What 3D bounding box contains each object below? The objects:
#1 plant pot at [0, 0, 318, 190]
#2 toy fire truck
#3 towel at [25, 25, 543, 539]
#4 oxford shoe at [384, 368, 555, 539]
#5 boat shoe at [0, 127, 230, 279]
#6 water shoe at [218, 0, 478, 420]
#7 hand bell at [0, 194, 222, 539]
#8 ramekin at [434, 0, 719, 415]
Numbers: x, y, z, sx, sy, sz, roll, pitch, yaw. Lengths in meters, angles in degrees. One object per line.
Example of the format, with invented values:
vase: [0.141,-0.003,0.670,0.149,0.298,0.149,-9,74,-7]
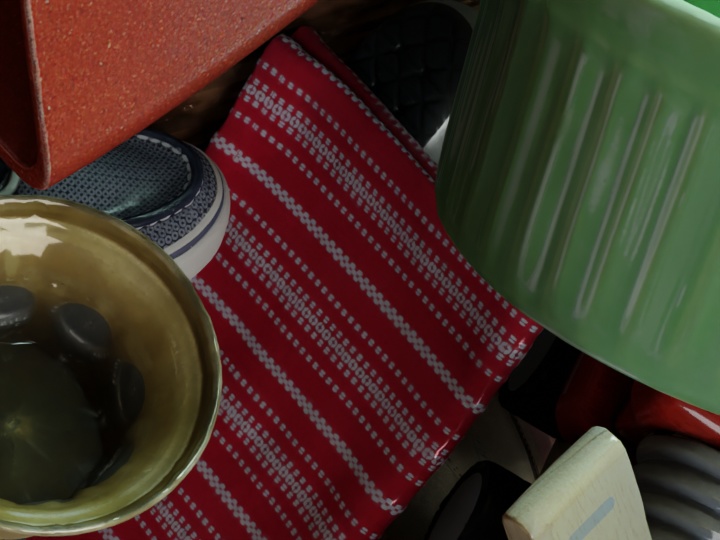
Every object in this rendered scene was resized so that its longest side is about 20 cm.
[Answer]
plant pot: [-0.054,-0.175,0.550,0.176,0.200,0.201,-24,137,-25]
toy fire truck: [0.079,0.073,0.669,0.128,0.200,0.177,32,72,-10]
towel: [-0.039,0.038,0.773,0.200,0.145,0.022,-52,150,19]
oxford shoe: [0.034,0.071,0.855,0.074,0.071,0.200,-15,142,-1]
boat shoe: [-0.130,-0.031,0.705,0.199,0.075,0.093,-11,140,-21]
water shoe: [0.000,0.000,0.815,0.079,0.072,0.200,16,121,-46]
hand bell: [-0.115,0.072,0.731,0.104,0.105,0.200,-10,155,-23]
ramekin: [0.117,-0.033,0.650,0.199,0.200,0.098,4,115,-33]
